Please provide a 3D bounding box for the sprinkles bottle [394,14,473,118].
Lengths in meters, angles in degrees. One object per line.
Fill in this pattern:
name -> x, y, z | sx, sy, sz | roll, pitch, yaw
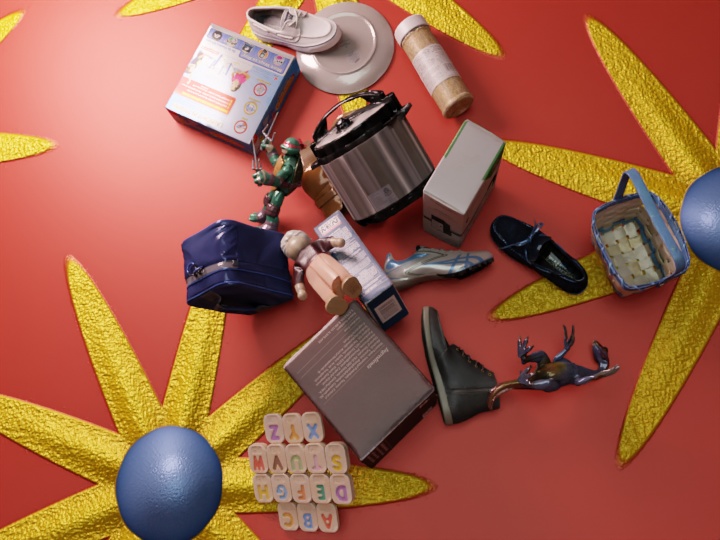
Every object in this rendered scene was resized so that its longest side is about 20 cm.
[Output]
sprinkles bottle -> 0.138, -0.385, 1.586 | 0.067, 0.068, 0.203 | -28, 73, -1

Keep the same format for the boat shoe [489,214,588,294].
boat shoe -> 0.317, -0.041, 1.464 | 0.198, 0.069, 0.085 | 31, 80, 15

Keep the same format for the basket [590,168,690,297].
basket -> 0.459, -0.056, 1.380 | 0.136, 0.200, 0.180 | -21, 73, 1

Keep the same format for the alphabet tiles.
alphabet tiles -> -0.100, 0.334, 1.388 | 0.196, 0.015, 0.201 | -7, 93, 30

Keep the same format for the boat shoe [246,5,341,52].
boat shoe -> -0.134, -0.474, 1.631 | 0.196, 0.065, 0.075 | 8, 74, 21

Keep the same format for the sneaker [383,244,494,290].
sneaker -> 0.137, -0.015, 1.480 | 0.195, 0.072, 0.074 | -9, 79, 4

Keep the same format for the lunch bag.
lunch bag -> -0.213, 0.007, 1.447 | 0.134, 0.198, 0.135 | -24, 68, 34

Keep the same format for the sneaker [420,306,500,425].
sneaker -> 0.168, 0.152, 1.434 | 0.104, 0.075, 0.205 | -14, 82, -2

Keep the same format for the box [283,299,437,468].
box -> 0.004, 0.190, 1.389 | 0.164, 0.166, 0.200 | -41, 73, -7

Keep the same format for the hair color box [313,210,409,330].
hair color box -> 0.000, 0.000, 1.447 | 0.060, 0.100, 0.201 | -33, 51, -2

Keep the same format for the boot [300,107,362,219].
boot -> -0.019, -0.197, 1.556 | 0.198, 0.074, 0.157 | -33, 74, 6

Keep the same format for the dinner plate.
dinner plate -> -0.032, -0.443, 1.649 | 0.195, 0.024, 0.205 | -2, 75, 7

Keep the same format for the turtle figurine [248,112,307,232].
turtle figurine -> -0.152, -0.169, 1.502 | 0.098, 0.150, 0.204 | 15, 111, -2

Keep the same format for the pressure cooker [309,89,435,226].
pressure cooker -> 0.019, -0.202, 1.439 | 0.175, 0.178, 0.202 | -39, 105, -20

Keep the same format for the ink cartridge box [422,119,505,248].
ink cartridge box -> 0.174, -0.142, 1.445 | 0.082, 0.200, 0.148 | 29, 80, 10

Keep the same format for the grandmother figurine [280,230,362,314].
grandmother figurine -> -0.072, -0.010, 1.396 | 0.121, 0.061, 0.200 | -43, 44, -7

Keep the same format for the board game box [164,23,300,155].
board game box -> -0.246, -0.353, 1.632 | 0.197, 0.056, 0.199 | 24, 79, 14

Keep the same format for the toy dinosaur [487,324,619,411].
toy dinosaur -> 0.329, 0.160, 1.397 | 0.199, 0.179, 0.107 | -39, 47, 37
